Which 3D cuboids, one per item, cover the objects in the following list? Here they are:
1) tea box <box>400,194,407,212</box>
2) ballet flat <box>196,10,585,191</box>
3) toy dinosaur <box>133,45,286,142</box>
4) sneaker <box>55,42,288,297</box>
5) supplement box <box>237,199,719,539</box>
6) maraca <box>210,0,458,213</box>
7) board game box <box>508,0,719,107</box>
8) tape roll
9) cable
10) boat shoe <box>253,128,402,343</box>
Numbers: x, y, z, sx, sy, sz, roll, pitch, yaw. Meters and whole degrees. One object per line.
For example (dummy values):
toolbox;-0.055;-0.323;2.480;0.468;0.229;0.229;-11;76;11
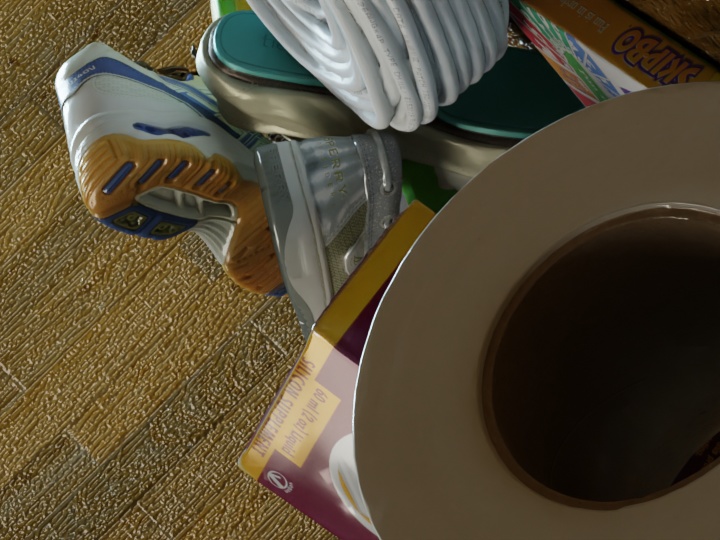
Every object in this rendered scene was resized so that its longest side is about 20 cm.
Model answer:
tea box;0.061;-0.033;1.518;0.200;0.134;0.197;46;180;-3
ballet flat;0.025;-0.070;1.182;0.200;0.070;0.069;14;174;8
toy dinosaur;-0.027;-0.107;1.374;0.200;0.136;0.102;-6;-175;-44
sneaker;-0.063;-0.052;1.249;0.200;0.075;0.088;28;-149;-51
supplement box;0.066;0.082;1.047;0.200;0.086;0.110;35;142;4
maraca;0.009;-0.103;1.273;0.200;0.137;0.107;42;147;-20
board game box;0.119;-0.062;1.011;0.096;0.030;0.200;47;176;-35
tape roll;0.116;0.058;0.873;0.203;0.203;0.139;45;178;43
cable;-0.020;-0.150;1.068;0.200;0.069;0.200;56;170;-27
boat shoe;0.000;-0.002;1.203;0.202;0.065;0.074;71;-176;-60
